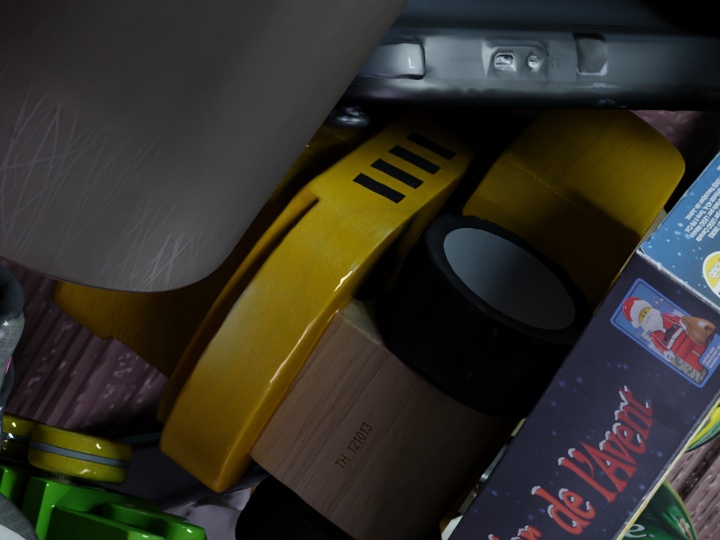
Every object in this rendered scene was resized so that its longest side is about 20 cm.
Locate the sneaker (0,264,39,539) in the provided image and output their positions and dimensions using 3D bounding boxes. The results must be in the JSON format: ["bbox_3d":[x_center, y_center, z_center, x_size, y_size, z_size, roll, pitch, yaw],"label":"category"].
[{"bbox_3d":[-0.116,0.038,0.713,0.083,0.077,0.200,-25,144,-2],"label":"sneaker"}]

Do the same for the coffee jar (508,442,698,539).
[{"bbox_3d":[0.085,0.129,0.958,0.104,0.200,0.086,-33,115,0],"label":"coffee jar"}]

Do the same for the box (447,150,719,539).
[{"bbox_3d":[0.074,0.039,0.768,0.137,0.038,0.200,-47,169,-48],"label":"box"}]

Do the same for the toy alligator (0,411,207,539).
[{"bbox_3d":[-0.074,0.080,0.815,0.054,0.199,0.060,15,86,-45],"label":"toy alligator"}]

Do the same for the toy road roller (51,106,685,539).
[{"bbox_3d":[0.000,0.000,0.849,0.123,0.146,0.200,-57,172,27],"label":"toy road roller"}]

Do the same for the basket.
[{"bbox_3d":[-0.029,-0.107,0.584,0.135,0.181,0.201,28,117,-11],"label":"basket"}]

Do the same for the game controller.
[{"bbox_3d":[0.047,-0.060,0.813,0.199,0.104,0.042,-1,91,-36],"label":"game controller"}]

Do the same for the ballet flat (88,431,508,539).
[{"bbox_3d":[-0.032,0.085,0.929,0.199,0.069,0.068,-13,137,-23],"label":"ballet flat"}]

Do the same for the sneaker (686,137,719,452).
[{"bbox_3d":[0.147,-0.017,0.958,0.200,0.078,0.085,-46,163,10],"label":"sneaker"}]
